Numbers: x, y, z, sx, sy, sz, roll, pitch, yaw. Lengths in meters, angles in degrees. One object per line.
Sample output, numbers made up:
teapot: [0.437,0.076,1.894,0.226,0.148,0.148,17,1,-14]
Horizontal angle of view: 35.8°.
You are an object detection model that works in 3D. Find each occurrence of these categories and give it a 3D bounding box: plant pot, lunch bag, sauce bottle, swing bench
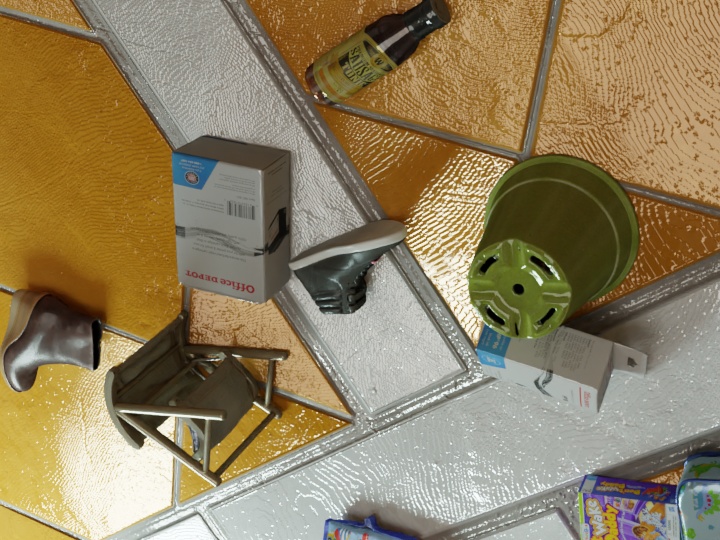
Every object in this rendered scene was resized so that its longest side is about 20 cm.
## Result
plant pot: [0.212,-0.012,1.320,0.199,0.190,0.201,11,119,22]
lunch bag: [0.016,0.473,1.723,0.150,0.094,0.201,9,105,24]
lunch bag: [0.491,0.331,1.407,0.160,0.082,0.201,-4,111,29]
sauce bottle: [0.020,-0.273,1.367,0.199,0.066,0.066,-29,98,35]
swing bench: [-0.240,0.181,1.631,0.199,0.199,0.131,18,120,18]

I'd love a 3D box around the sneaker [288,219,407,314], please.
sneaker: [0.000,0.000,1.508,0.199,0.071,0.100,-19,106,38]

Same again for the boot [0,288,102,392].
boot: [-0.503,0.137,1.818,0.166,0.072,0.201,21,117,19]

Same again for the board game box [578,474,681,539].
board game box: [0.372,0.382,1.513,0.134,0.045,0.201,2,114,26]

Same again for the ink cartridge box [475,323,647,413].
ink cartridge box: [0.253,0.118,1.400,0.199,0.068,0.116,18,164,19]

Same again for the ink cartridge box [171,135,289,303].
ink cartridge box: [-0.178,-0.071,1.550,0.144,0.084,0.201,13,118,21]
